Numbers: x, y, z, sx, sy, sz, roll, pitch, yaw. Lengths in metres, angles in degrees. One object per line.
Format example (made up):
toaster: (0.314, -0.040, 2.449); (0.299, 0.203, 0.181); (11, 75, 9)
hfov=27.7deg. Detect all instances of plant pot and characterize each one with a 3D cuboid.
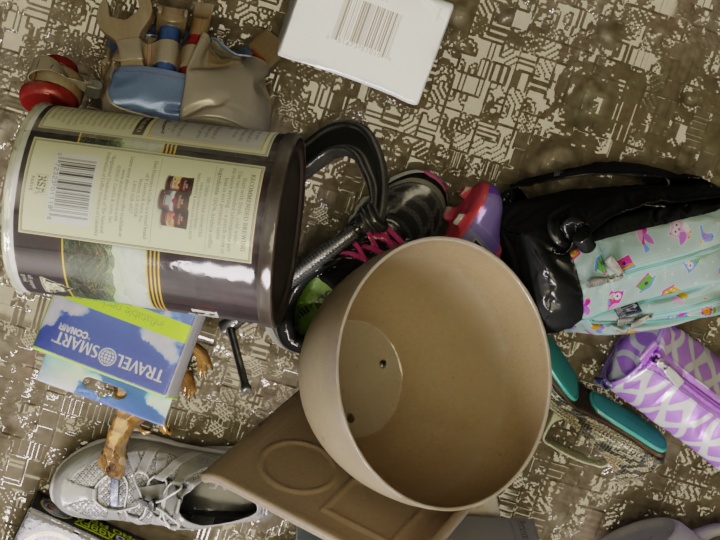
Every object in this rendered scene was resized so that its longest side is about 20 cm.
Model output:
plant pot: (0.030, 0.082, 1.126); (0.200, 0.134, 0.201); (5, 81, -33)

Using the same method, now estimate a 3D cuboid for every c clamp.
c clamp: (-0.047, -0.022, 1.181); (0.200, 0.171, 0.027); (-41, 141, 15)

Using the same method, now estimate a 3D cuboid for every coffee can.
coffee can: (-0.150, -0.043, 1.097); (0.199, 0.146, 0.147); (8, 102, 5)

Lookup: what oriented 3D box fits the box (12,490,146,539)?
box: (-0.259, 0.318, 1.292); (0.160, 0.044, 0.201); (27, 99, -9)

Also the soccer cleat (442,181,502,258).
soccer cleat: (0.086, 0.010, 1.204); (0.076, 0.067, 0.200); (22, 129, -3)

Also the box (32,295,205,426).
box: (-0.182, 0.013, 1.190); (0.121, 0.048, 0.201); (19, 84, 6)

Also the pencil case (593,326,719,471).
pencil case: (0.302, 0.116, 1.262); (0.200, 0.085, 0.084); (34, 78, -12)

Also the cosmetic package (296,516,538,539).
cosmetic package: (0.047, 0.252, 1.179); (0.199, 0.113, 0.082); (2, 104, -4)

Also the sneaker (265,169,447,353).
sneaker: (0.000, 0.000, 1.215); (0.200, 0.087, 0.074); (-43, 102, 6)

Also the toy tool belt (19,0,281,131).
toy tool belt: (-0.161, -0.161, 1.169); (0.199, 0.125, 0.123); (14, 64, -10)

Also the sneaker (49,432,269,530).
sneaker: (-0.167, 0.184, 1.248); (0.199, 0.082, 0.075); (-3, 103, -3)

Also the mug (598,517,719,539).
mug: (0.289, 0.304, 1.286); (0.200, 0.147, 0.176); (-27, 97, -28)

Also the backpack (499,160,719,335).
backpack: (0.212, -0.014, 1.203); (0.199, 0.167, 0.127); (-10, 111, -15)

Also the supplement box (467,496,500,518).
supplement box: (0.064, 0.246, 1.281); (0.125, 0.074, 0.201); (-10, 103, -1)

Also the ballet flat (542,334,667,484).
ballet flat: (0.178, 0.119, 1.270); (0.200, 0.068, 0.075); (42, 113, -13)

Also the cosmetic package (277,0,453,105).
cosmetic package: (-0.001, -0.190, 1.116); (0.112, 0.200, 0.081); (20, 100, -5)

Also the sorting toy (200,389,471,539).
sorting toy: (0.000, 0.162, 1.174); (0.199, 0.185, 0.037); (20, 122, 23)

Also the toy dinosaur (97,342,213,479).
toy dinosaur: (-0.184, 0.074, 1.226); (0.106, 0.060, 0.201); (4, 80, -30)
